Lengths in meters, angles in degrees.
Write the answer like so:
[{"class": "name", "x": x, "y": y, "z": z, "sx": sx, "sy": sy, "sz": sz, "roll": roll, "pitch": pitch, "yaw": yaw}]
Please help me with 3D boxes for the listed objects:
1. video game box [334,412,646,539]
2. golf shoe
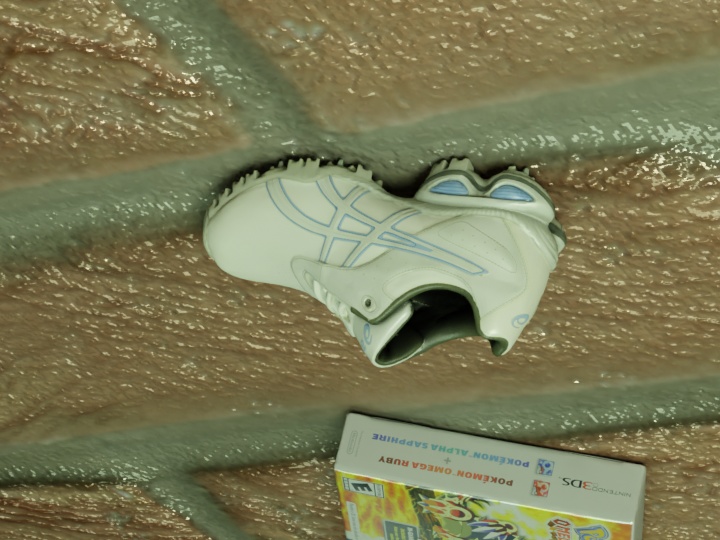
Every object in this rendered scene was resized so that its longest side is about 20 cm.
[{"class": "video game box", "x": 0.082, "y": 0.167, "z": 1.466, "sx": 0.181, "sy": 0.047, "sz": 0.200, "roll": 7, "pitch": 149, "yaw": 10}, {"class": "golf shoe", "x": 0.000, "y": 0.000, "z": 1.182, "sx": 0.199, "sy": 0.098, "sz": 0.078, "roll": -2, "pitch": 147, "yaw": 31}]
